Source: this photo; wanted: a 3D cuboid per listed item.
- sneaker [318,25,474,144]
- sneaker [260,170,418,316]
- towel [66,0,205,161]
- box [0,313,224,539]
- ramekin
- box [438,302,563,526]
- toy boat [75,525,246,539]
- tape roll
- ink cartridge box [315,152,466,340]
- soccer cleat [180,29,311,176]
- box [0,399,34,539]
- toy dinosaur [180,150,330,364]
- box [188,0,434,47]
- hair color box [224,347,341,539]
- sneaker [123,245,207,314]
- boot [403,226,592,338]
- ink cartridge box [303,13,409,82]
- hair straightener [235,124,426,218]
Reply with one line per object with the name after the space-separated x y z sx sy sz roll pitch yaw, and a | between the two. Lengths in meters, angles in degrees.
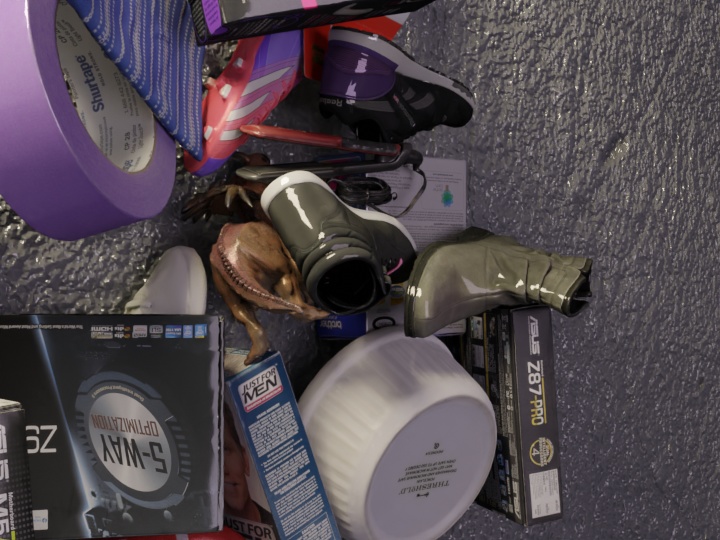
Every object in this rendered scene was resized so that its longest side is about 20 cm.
0.027 -0.147 1.058 0.199 0.075 0.088 17 89 -50 | sneaker
0.000 0.000 0.940 0.200 0.070 0.100 30 30 -54 | sneaker
-0.162 -0.195 0.877 0.200 0.024 0.146 55 26 -54 | towel
-0.200 0.112 0.855 0.198 0.043 0.162 1 88 -16 | box
0.035 0.158 1.042 0.201 0.094 0.204 -21 125 -33 | ramekin
0.131 0.129 1.131 0.049 0.161 0.202 -6 93 -24 | box
-0.149 0.266 0.894 0.199 0.130 0.132 -3 92 -42 | toy boat
-0.204 -0.126 0.826 0.200 0.065 0.202 -16 90 -76 | tape roll
0.030 -0.006 1.098 0.136 0.076 0.202 0 88 -41 | ink cartridge box
-0.088 -0.157 0.996 0.076 0.066 0.201 36 60 -31 | soccer cleat
-0.265 0.176 0.744 0.047 0.199 0.195 -9 95 -40 | box
-0.092 -0.014 0.945 0.085 0.200 0.136 -25 108 3 | toy dinosaur
-0.035 -0.251 0.921 0.198 0.122 0.107 -13 96 -17 | box
-0.086 0.167 0.974 0.060 0.100 0.202 -27 107 -37 | hair color box
-0.185 0.066 0.912 0.088 0.075 0.202 24 74 -26 | sneaker
0.127 0.013 1.017 0.200 0.130 0.068 -34 132 -56 | boot
0.006 -0.264 1.063 0.162 0.057 0.202 6 76 -59 | ink cartridge box
-0.020 -0.078 0.996 0.199 0.041 0.078 0 104 -41 | hair straightener
